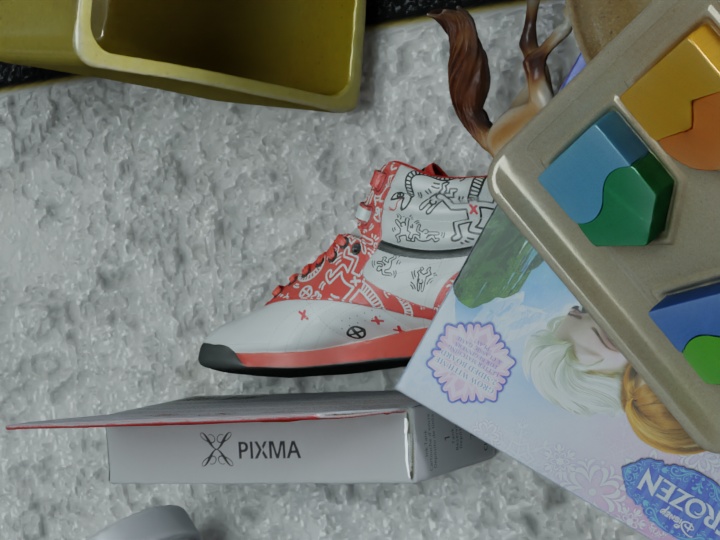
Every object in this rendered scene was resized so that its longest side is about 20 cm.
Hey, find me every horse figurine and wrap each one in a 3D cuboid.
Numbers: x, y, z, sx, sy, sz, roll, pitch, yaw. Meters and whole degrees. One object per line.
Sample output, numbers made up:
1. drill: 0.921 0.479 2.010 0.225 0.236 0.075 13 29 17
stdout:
1. horse figurine: 0.121 -0.072 1.004 0.200 0.050 0.133 26 114 21

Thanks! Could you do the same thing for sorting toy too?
1. sorting toy: 0.162 -0.023 0.857 0.185 0.036 0.200 51 138 4

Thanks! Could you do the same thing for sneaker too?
1. sneaker: 0.001 0.000 1.071 0.201 0.067 0.108 -7 81 27

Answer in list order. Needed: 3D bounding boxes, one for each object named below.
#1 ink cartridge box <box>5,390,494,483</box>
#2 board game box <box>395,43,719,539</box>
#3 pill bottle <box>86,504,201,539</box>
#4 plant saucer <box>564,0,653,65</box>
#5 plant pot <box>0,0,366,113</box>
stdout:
1. ink cartridge box: -0.056 0.092 1.031 0.200 0.176 0.045 -4 90 31
2. board game box: 0.150 0.022 0.950 0.200 0.041 0.200 30 102 9
3. pill bottle: -0.089 0.237 1.080 0.109 0.109 0.200 -40 67 22
4. plant saucer: 0.177 -0.114 0.846 0.200 0.035 0.200 31 141 30
5. plant pot: -0.130 -0.195 1.102 0.200 0.195 0.194 3 87 48
